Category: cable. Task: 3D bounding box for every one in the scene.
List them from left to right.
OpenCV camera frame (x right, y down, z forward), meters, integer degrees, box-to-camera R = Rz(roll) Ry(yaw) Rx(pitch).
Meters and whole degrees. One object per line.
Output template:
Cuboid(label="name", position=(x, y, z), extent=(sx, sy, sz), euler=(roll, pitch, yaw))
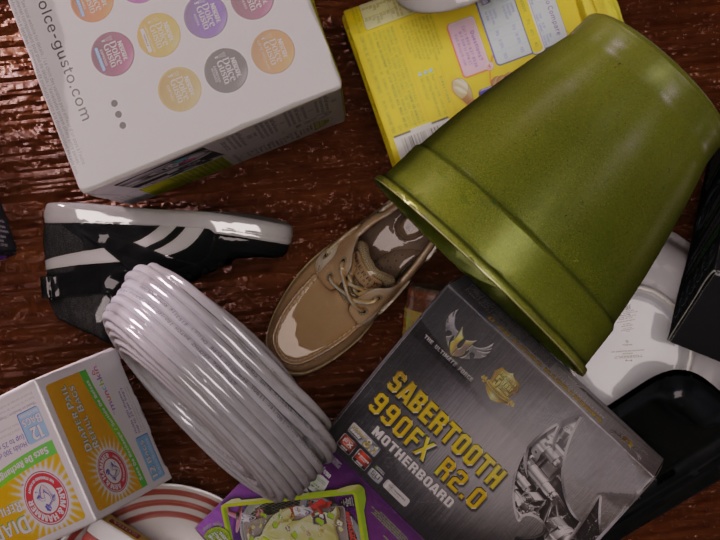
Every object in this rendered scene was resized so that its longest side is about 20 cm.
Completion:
Cuboid(label="cable", position=(-0.104, 0.080, 1.085), extent=(0.069, 0.199, 0.201), euler=(-46, 126, -13))

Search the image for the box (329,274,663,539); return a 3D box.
Cuboid(label="box", position=(0.094, 0.129, 1.101), extent=(0.200, 0.048, 0.159), euler=(43, 111, 9))

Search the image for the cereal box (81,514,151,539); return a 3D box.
Cuboid(label="cereal box", position=(-0.192, 0.308, 1.168), extent=(0.143, 0.040, 0.201), euler=(30, 90, 2))

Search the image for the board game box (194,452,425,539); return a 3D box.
Cuboid(label="board game box", position=(-0.017, 0.224, 1.148), extent=(0.120, 0.032, 0.200), euler=(-42, 70, -15))

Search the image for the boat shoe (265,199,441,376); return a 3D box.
Cuboid(label="boat shoe", position=(0.000, 0.000, 1.177), extent=(0.071, 0.065, 0.200), euler=(43, 90, 2))

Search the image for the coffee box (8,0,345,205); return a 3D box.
Cuboid(label="coffee box", position=(-0.132, -0.179, 1.116), extent=(0.196, 0.200, 0.202), euler=(-21, 89, 0))

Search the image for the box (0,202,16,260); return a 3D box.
Cuboid(label="box", position=(-0.362, -0.087, 1.168), extent=(0.121, 0.106, 0.202), euler=(-21, 88, 1))

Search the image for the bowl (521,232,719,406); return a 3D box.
Cuboid(label="bowl", position=(0.200, 0.059, 1.158), extent=(0.198, 0.090, 0.204), euler=(0, 90, 1))

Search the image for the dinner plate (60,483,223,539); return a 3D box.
Cuboid(label="dinner plate", position=(-0.154, 0.268, 1.198), extent=(0.197, 0.024, 0.203), euler=(0, 89, 1))

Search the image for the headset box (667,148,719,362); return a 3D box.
Cuboid(label="headset box", position=(0.331, -0.006, 1.105), extent=(0.172, 0.093, 0.201), euler=(22, 53, 2))

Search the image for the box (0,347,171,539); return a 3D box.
Cuboid(label="box", position=(-0.258, 0.152, 1.126), extent=(0.199, 0.101, 0.113), euler=(-27, 88, 27))

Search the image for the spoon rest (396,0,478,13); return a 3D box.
Cuboid(label="spoon rest", position=(0.056, -0.243, 1.136), extent=(0.099, 0.201, 0.061), euler=(-26, 130, -3))

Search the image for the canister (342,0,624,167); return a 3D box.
Cuboid(label="canister", position=(0.099, -0.166, 1.167), extent=(0.198, 0.087, 0.150), euler=(-19, 89, 3))

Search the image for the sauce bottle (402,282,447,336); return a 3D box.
Cuboid(label="sauce bottle", position=(0.057, 0.112, 1.172), extent=(0.065, 0.066, 0.203), euler=(6, 95, 2))

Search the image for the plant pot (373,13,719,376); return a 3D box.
Cuboid(label="plant pot", position=(0.146, -0.066, 1.056), extent=(0.200, 0.200, 0.193), euler=(43, 90, 2))

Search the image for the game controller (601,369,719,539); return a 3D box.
Cuboid(label="game controller", position=(0.195, 0.148, 1.133), extent=(0.104, 0.042, 0.199), euler=(42, 120, -16))

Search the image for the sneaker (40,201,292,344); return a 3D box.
Cuboid(label="sneaker", position=(-0.151, 0.008, 1.183), extent=(0.197, 0.073, 0.113), euler=(4, 93, 10))
